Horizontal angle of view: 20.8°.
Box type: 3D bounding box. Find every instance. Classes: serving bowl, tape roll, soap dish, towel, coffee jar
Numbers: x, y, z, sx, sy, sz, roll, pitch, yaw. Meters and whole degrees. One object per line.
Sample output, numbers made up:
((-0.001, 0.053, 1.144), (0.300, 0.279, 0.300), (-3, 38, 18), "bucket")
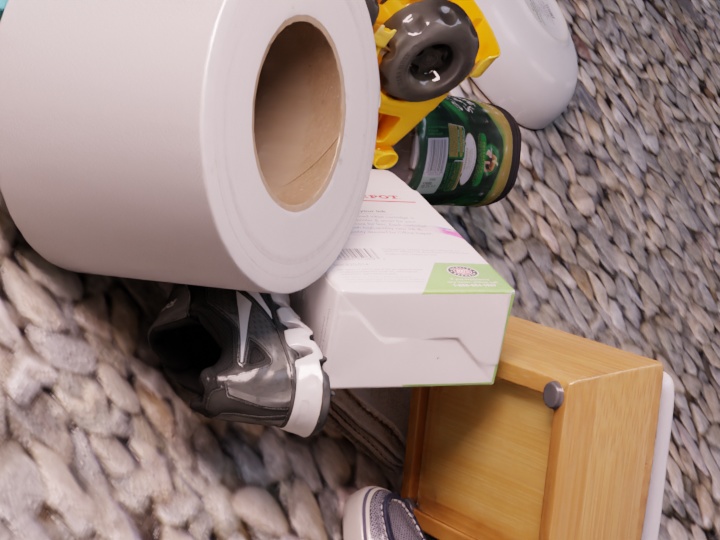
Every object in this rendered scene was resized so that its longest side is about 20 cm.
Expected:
((0.145, -0.234, 1.848), (0.200, 0.066, 0.200), (42, 30, -31), "serving bowl")
((-0.093, -0.092, 1.102), (0.203, 0.139, 0.203), (-20, 112, -60), "tape roll")
((0.103, 0.115, 1.229), (0.081, 0.200, 0.157), (2, 98, -31), "soap dish")
((-0.003, 0.034, 1.338), (0.133, 0.034, 0.200), (43, 30, -30), "towel")
((0.043, -0.091, 1.465), (0.200, 0.104, 0.085), (-2, 101, -63), "coffee jar")

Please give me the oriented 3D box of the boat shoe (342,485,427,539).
((0.062, 0.211, 1.195), (0.075, 0.093, 0.200), (12, 52, -56), "boat shoe")

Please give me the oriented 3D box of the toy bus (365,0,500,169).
((-0.042, -0.142, 1.286), (0.200, 0.192, 0.136), (15, 36, -42), "toy bus")

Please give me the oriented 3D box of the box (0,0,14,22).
((-0.245, -0.141, 1.050), (0.200, 0.082, 0.049), (-7, 68, -61), "box")

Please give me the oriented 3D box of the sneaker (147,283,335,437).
((-0.086, 0.022, 1.165), (0.090, 0.066, 0.200), (2, 37, -24), "sneaker")

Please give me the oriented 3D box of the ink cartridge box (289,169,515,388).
((0.000, 0.000, 1.231), (0.117, 0.067, 0.200), (0, 24, -22), "ink cartridge box")
